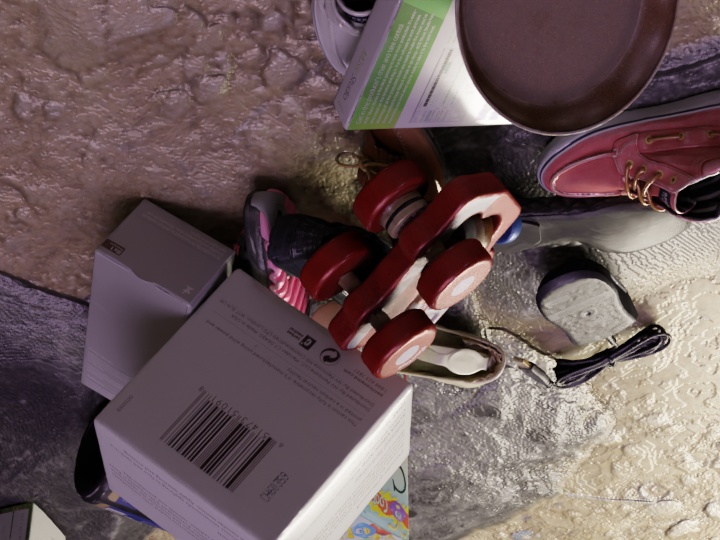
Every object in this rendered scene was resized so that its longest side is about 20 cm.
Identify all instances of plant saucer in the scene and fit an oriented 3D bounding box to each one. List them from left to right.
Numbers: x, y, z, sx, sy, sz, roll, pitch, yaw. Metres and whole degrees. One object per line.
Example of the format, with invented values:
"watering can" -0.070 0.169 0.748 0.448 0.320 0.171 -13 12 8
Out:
"plant saucer" 0.151 -0.204 1.408 0.199 0.032 0.202 -8 107 -27

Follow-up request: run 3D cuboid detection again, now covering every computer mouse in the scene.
"computer mouse" 0.196 0.046 1.769 0.140 0.046 0.200 -26 145 22

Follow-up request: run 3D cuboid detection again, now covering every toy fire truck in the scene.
"toy fire truck" 0.058 -0.009 1.565 0.167 0.112 0.200 -13 147 -55

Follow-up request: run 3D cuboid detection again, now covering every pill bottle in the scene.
"pill bottle" -0.182 0.213 1.908 0.199 0.113 0.112 25 134 -27

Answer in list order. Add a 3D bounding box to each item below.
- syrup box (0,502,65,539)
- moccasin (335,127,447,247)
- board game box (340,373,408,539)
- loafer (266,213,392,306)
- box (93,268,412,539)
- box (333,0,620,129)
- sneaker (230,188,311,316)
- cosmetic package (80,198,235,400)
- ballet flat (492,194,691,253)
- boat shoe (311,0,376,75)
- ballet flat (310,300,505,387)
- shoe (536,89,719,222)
"syrup box" -0.435 0.327 2.066 0.198 0.079 0.082 -14 138 16
"moccasin" 0.027 -0.086 1.586 0.077 0.074 0.202 -31 147 -8
"board game box" -0.024 0.175 1.795 0.105 0.201 0.103 -31 131 33
"loafer" 0.000 0.000 1.659 0.070 0.069 0.200 8 169 40
"box" -0.089 0.145 1.614 0.198 0.200 0.131 33 152 19
"box" 0.091 -0.174 1.465 0.198 0.037 0.145 -5 142 -28
"sneaker" -0.100 0.003 1.702 0.094 0.079 0.201 10 139 12
"cosmetic package" -0.187 0.044 1.707 0.106 0.090 0.201 30 138 10
"ballet flat" 0.198 -0.051 1.658 0.198 0.057 0.067 -1 133 -9
"boat shoe" 0.001 -0.215 1.442 0.071 0.066 0.201 5 139 -6
"ballet flat" 0.049 0.071 1.774 0.198 0.070 0.070 12 139 -21
"shoe" 0.245 -0.084 1.576 0.198 0.092 0.072 -15 138 17
